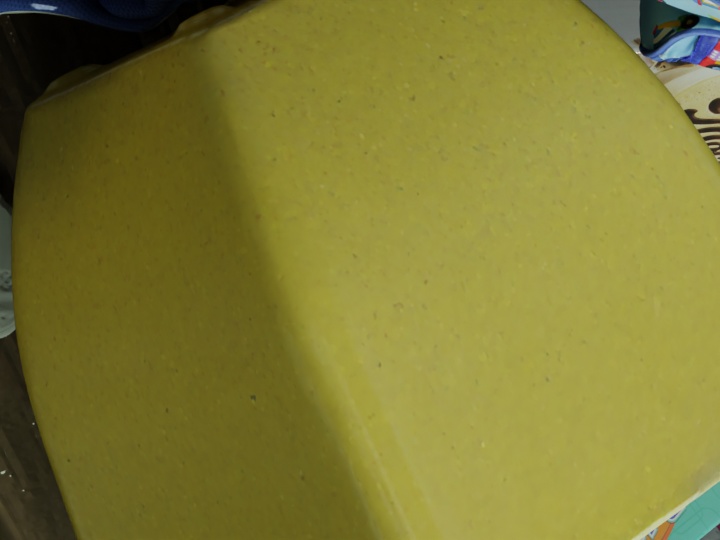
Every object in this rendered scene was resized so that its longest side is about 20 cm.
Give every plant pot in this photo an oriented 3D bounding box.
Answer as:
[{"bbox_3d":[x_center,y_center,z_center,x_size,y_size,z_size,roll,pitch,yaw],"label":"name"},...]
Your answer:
[{"bbox_3d":[0.000,0.000,0.861,0.195,0.200,0.194,-30,-171,-36],"label":"plant pot"}]

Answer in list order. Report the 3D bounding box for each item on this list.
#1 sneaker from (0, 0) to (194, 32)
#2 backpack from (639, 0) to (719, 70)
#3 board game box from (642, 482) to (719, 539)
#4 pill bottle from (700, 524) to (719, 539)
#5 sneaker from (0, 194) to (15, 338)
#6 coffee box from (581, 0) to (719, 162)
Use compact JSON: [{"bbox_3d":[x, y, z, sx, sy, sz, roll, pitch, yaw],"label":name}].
[{"bbox_3d":[-0.059,-0.114,0.860,0.200,0.088,0.075,-11,140,-13],"label":"sneaker"},{"bbox_3d":[0.128,-0.151,0.828,0.200,0.183,0.135,11,152,-14],"label":"backpack"},{"bbox_3d":[0.035,0.131,0.960,0.152,0.045,0.200,-32,174,-39],"label":"board game box"},{"bbox_3d":[0.176,0.092,1.108,0.113,0.113,0.200,-12,167,-9],"label":"pill bottle"},{"bbox_3d":[-0.216,-0.013,0.951,0.200,0.077,0.082,14,158,-35],"label":"sneaker"},{"bbox_3d":[0.121,-0.075,0.991,0.200,0.080,0.113,-8,141,-14],"label":"coffee box"}]
